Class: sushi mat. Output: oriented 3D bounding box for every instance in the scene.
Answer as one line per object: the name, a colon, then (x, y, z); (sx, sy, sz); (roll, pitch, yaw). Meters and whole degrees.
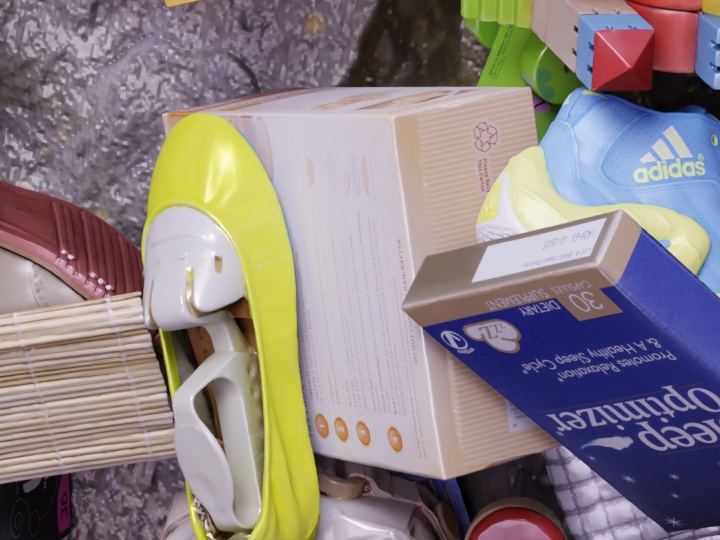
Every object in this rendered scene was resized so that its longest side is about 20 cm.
sushi mat: (-0.182, 0.062, 1.306); (0.200, 0.012, 0.096); (-9, 130, 7)

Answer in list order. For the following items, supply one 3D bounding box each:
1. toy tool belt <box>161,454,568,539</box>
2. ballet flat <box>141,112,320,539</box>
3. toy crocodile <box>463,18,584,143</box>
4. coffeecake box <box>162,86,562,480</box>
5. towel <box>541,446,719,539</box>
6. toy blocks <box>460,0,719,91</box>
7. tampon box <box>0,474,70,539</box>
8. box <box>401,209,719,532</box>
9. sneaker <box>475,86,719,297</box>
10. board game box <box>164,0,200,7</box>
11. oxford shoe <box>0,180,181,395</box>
toy tool belt: (0.003, 0.131, 1.364); (0.200, 0.123, 0.125); (-14, 99, 12)
ballet flat: (-0.061, 0.033, 1.266); (0.067, 0.067, 0.200); (-8, 95, 35)
toy crocodile: (0.097, -0.136, 1.307); (0.068, 0.062, 0.200); (40, 117, 51)
coffeecake box: (0.000, 0.000, 1.298); (0.200, 0.073, 0.154); (6, 107, 58)
towel: (0.168, 0.028, 1.303); (0.200, 0.086, 0.166); (-19, 96, 19)
toy blocks: (0.154, -0.112, 1.209); (0.200, 0.137, 0.100); (-1, 109, -11)
tampon box: (-0.254, 0.064, 1.421); (0.200, 0.126, 0.150); (3, 102, 17)
box: (0.125, 0.053, 1.184); (0.200, 0.032, 0.121); (38, 151, -25)
sneaker: (0.149, -0.006, 1.215); (0.200, 0.076, 0.105); (31, 75, -19)
board game box: (-0.039, -0.223, 1.242); (0.153, 0.040, 0.200); (-12, 112, 15)
oxford shoe: (-0.151, 0.007, 1.311); (0.200, 0.070, 0.075); (35, 108, -19)
